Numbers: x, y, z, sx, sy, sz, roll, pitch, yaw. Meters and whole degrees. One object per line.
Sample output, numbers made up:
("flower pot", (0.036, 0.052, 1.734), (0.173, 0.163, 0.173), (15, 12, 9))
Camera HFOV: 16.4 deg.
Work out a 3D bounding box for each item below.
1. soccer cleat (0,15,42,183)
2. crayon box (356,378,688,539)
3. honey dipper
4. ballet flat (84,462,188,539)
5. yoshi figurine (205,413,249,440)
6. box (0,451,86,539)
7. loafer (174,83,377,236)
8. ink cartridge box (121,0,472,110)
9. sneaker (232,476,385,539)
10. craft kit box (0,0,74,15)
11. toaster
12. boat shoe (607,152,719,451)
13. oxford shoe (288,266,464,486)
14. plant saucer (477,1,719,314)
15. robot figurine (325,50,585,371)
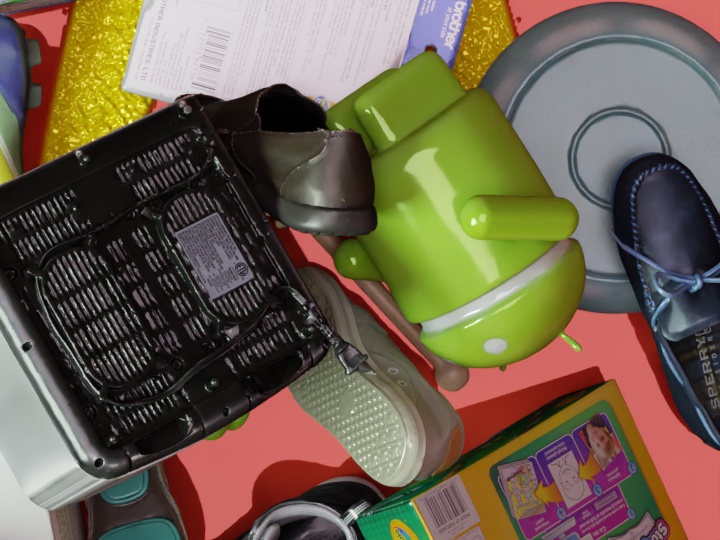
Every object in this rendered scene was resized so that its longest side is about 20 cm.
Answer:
("soccer cleat", (-0.243, -0.061, 1.542), (0.083, 0.065, 0.201), (-5, 108, -25))
("crayon box", (0.103, 0.160, 1.528), (0.200, 0.058, 0.119), (-26, 92, -41))
("honey dipper", (0.000, 0.000, 1.587), (0.038, 0.038, 0.200), (-44, 96, 1))
("ballet flat", (-0.138, 0.160, 1.550), (0.068, 0.067, 0.201), (-10, 68, 3))
("yoshi figurine", (-0.102, 0.005, 1.549), (0.112, 0.112, 0.201), (-23, 97, -7))
("box", (-0.269, 0.184, 1.520), (0.198, 0.171, 0.201), (-10, 94, -2))
("loafer", (-0.049, -0.078, 1.479), (0.073, 0.200, 0.072), (-1, 108, -37))
("ink cartridge box", (-0.040, -0.145, 1.573), (0.199, 0.042, 0.120), (16, 94, 0))
("sneaker", (-0.070, 0.196, 1.551), (0.200, 0.114, 0.076), (-36, 83, 0))
("craft kit box", (-0.267, -0.172, 1.487), (0.199, 0.198, 0.049), (-12, 94, -1))
("toaster", (-0.130, 0.026, 1.413), (0.181, 0.119, 0.200), (-29, 87, -30))
("boat shoe", (0.217, 0.021, 1.555), (0.084, 0.069, 0.200), (-26, 109, -1))
("oxford shoe", (0.003, 0.066, 1.530), (0.058, 0.200, 0.075), (5, 118, -32))
("plant saucer", (0.164, -0.071, 1.590), (0.199, 0.027, 0.201), (0, 93, -1))
("robot figurine", (0.060, -0.029, 1.507), (0.116, 0.175, 0.200), (-37, 100, -33))
